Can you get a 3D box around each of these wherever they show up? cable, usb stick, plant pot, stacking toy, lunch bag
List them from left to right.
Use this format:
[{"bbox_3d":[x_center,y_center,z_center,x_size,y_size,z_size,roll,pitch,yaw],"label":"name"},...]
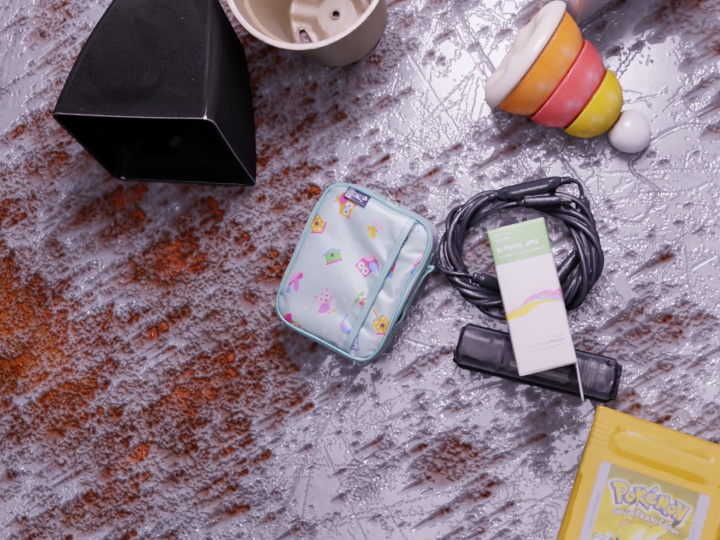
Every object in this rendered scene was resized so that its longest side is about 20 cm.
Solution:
[{"bbox_3d":[-0.235,-0.227,1.321,0.197,0.200,0.180,3,73,11],"label":"plant pot"},{"bbox_3d":[-0.047,-0.337,1.291,0.198,0.183,0.203,-1,84,10],"label":"plant pot"},{"bbox_3d":[0.000,0.000,1.294,0.159,0.077,0.202,27,96,15],"label":"lunch bag"},{"bbox_3d":[0.188,-0.021,1.286,0.197,0.051,0.165,-13,89,11],"label":"cable"},{"bbox_3d":[0.208,0.110,1.271,0.197,0.033,0.056,13,80,12],"label":"usb stick"},{"bbox_3d":[0.259,-0.206,1.267,0.199,0.146,0.147,35,91,-7],"label":"stacking toy"}]

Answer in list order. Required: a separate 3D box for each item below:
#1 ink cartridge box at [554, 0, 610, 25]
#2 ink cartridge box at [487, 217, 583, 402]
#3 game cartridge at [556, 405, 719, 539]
[{"bbox_3d":[0.302,-0.364,1.217,0.162,0.200,0.057,-36,81,5],"label":"ink cartridge box"},{"bbox_3d":[0.197,0.049,1.198,0.066,0.117,0.203,-13,87,10],"label":"ink cartridge box"},{"bbox_3d":[0.328,0.278,1.229,0.174,0.032,0.202,17,88,12],"label":"game cartridge"}]
